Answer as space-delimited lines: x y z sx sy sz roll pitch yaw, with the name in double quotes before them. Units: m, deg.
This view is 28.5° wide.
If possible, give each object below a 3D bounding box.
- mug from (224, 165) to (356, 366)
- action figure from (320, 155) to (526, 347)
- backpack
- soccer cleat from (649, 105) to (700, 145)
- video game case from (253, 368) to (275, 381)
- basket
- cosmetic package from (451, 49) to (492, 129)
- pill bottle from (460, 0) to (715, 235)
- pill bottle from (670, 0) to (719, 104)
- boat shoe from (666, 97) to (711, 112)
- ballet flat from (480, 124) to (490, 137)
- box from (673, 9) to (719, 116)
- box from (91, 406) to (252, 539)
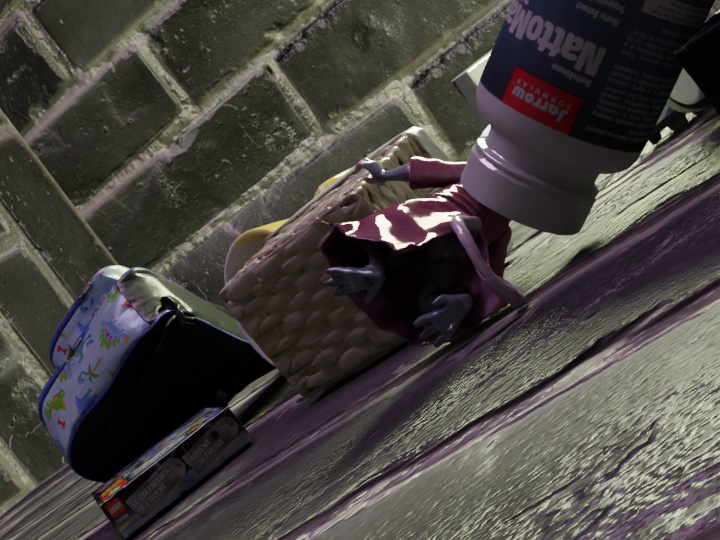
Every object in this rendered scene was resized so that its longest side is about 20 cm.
"mug" -0.015 -0.002 1.360 0.153 0.149 0.187 -28 -3 -42
"action figure" 0.062 -0.037 0.993 0.149 0.134 0.200 -32 8 41
"backpack" -0.223 0.107 1.422 0.200 0.147 0.183 -54 -40 5
"soccer cleat" 0.281 -0.187 1.201 0.200 0.086 0.070 -39 4 -33
"video game case" -0.071 0.042 1.558 0.181 0.025 0.200 -56 -12 21
"basket" 0.000 0.000 1.164 0.200 0.136 0.123 -35 7 39
"cosmetic package" 0.300 -0.343 2.566 0.200 0.165 0.165 -38 4 -5
"pill bottle" 0.144 -0.130 0.932 0.200 0.120 0.120 -68 -8 20
"pill bottle" 0.301 -0.215 1.053 0.200 0.113 0.113 -34 3 -7
"boat shoe" 0.307 -0.192 1.140 0.200 0.073 0.062 -33 -3 -33
"ballet flat" 0.279 -0.245 2.371 0.200 0.069 0.069 -36 3 -7
"box" 0.303 -0.176 0.880 0.141 0.079 0.200 -31 7 46
"box" -0.175 0.178 1.282 0.137 0.040 0.200 -38 3 -14
